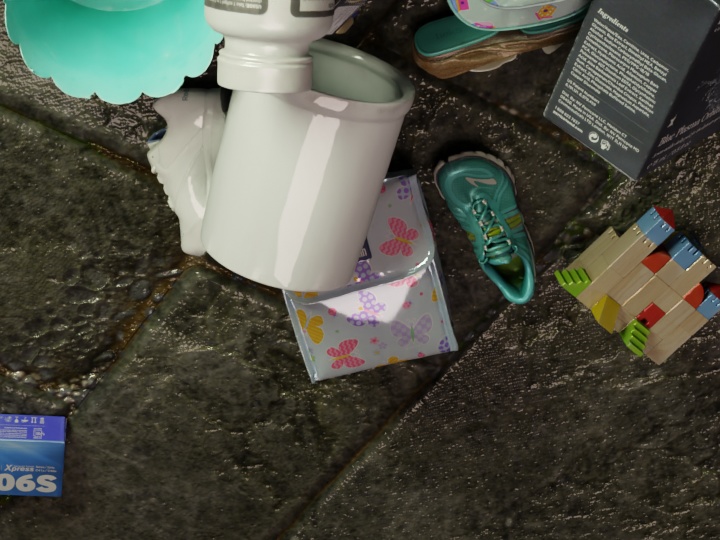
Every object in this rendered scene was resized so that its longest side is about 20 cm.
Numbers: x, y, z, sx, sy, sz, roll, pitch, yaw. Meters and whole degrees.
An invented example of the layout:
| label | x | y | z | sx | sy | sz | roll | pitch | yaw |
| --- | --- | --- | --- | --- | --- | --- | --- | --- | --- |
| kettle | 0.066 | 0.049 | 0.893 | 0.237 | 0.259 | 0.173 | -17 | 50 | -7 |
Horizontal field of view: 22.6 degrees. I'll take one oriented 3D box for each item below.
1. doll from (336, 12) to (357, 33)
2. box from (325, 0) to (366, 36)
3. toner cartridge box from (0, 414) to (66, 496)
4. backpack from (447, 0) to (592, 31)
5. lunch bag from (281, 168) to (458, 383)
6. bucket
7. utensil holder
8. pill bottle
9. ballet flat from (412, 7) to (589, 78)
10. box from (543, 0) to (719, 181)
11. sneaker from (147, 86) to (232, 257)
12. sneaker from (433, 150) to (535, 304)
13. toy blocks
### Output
| label | x | y | z | sx | sy | sz | roll | pitch | yaw |
| --- | --- | --- | --- | --- | --- | --- | --- | --- | --- |
| doll | -0.021 | -0.318 | 1.644 | 0.136 | 0.049 | 0.201 | 21 | 127 | 2 |
| box | -0.018 | -0.324 | 1.559 | 0.200 | 0.161 | 0.044 | -42 | 162 | 35 |
| toner cartridge box | -0.439 | 0.210 | 2.067 | 0.199 | 0.043 | 0.095 | 3 | 130 | -9 |
| backpack | 0.143 | -0.311 | 1.607 | 0.175 | 0.154 | 0.201 | -12 | 134 | -2 |
| lunch bag | 0.000 | 0.000 | 1.884 | 0.169 | 0.127 | 0.201 | -12 | 119 | 3 |
| bucket | -0.220 | -0.266 | 1.609 | 0.206 | 0.135 | 0.208 | -4 | 131 | -4 |
| utensil holder | -0.056 | -0.103 | 1.720 | 0.169 | 0.170 | 0.201 | 11 | 113 | -16 |
| pill bottle | -0.075 | -0.253 | 1.516 | 0.110 | 0.111 | 0.201 | 2 | 104 | -9 |
| ballet flat | 0.149 | -0.229 | 1.744 | 0.199 | 0.068 | 0.072 | -19 | 151 | 10 |
| box | 0.296 | -0.217 | 1.666 | 0.196 | 0.117 | 0.200 | -30 | 150 | -44 |
| sneaker | -0.171 | -0.104 | 1.816 | 0.087 | 0.075 | 0.201 | 8 | 124 | 1 |
| sneaker | 0.140 | -0.046 | 1.888 | 0.077 | 0.080 | 0.200 | -23 | 130 | 13 |
| toy blocks | 0.321 | 0.008 | 1.962 | 0.137 | 0.100 | 0.200 | -44 | 123 | 14 |
